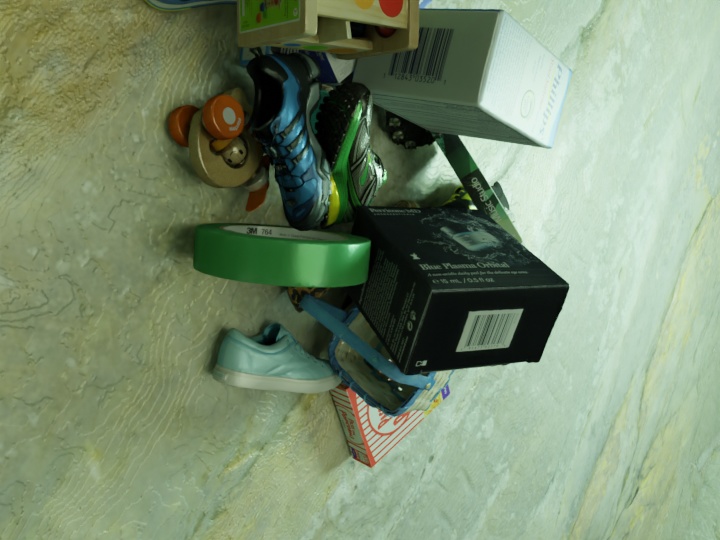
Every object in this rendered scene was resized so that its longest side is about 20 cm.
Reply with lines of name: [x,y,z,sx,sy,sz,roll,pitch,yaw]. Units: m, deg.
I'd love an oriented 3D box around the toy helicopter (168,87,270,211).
toy helicopter: [-0.121,-0.155,0.798,0.200,0.079,0.133,-40,118,-45]

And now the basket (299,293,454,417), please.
basket: [0.026,0.100,0.876,0.139,0.176,0.200,-57,146,7]

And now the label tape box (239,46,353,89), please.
label tape box: [-0.047,-0.309,0.838,0.199,0.066,0.144,0,99,-42]

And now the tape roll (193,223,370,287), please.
tape roll: [-0.089,-0.021,0.767,0.200,0.200,0.048,-1,100,-43]

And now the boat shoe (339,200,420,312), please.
boat shoe: [0.027,-0.017,0.975,0.076,0.072,0.201,25,82,-32]

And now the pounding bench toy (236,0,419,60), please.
pounding bench toy: [-0.025,-0.323,0.662,0.155,0.124,0.201,-8,104,-38]

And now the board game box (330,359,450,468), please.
board game box: [0.051,0.185,1.053,0.200,0.046,0.152,-35,121,-33]

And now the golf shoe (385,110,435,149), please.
golf shoe: [0.062,-0.253,0.945,0.200,0.077,0.088,53,33,-53]

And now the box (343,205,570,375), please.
box: [0.106,0.016,0.820,0.196,0.200,0.118,-1,121,-27]

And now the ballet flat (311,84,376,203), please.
ballet flat: [-0.036,-0.161,0.871,0.072,0.072,0.200,-49,140,-24]

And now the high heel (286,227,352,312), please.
high heel: [0.000,0.000,0.913,0.199,0.071,0.143,12,86,-13]

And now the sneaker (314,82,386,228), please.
sneaker: [-0.010,-0.140,0.812,0.085,0.078,0.200,-11,142,-18]

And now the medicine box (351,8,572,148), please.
medicine box: [0.124,-0.227,0.804,0.200,0.182,0.103,8,98,-51]

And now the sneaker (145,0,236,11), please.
sneaker: [-0.132,-0.320,0.698,0.199,0.082,0.074,-19,98,-15]

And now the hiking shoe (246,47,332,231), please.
hiking shoe: [-0.088,-0.142,0.749,0.086,0.074,0.201,-13,99,-48]

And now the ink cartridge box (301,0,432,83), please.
ink cartridge box: [0.003,-0.320,0.809,0.200,0.044,0.094,-48,130,-27]

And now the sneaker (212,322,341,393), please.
sneaker: [-0.095,0.113,0.880,0.199,0.074,0.082,11,94,-46]

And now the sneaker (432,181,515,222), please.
sneaker: [0.166,-0.102,1.095,0.199,0.074,0.085,-7,79,-37]

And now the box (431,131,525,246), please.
box: [0.177,-0.114,0.988,0.201,0.036,0.144,59,12,10]
